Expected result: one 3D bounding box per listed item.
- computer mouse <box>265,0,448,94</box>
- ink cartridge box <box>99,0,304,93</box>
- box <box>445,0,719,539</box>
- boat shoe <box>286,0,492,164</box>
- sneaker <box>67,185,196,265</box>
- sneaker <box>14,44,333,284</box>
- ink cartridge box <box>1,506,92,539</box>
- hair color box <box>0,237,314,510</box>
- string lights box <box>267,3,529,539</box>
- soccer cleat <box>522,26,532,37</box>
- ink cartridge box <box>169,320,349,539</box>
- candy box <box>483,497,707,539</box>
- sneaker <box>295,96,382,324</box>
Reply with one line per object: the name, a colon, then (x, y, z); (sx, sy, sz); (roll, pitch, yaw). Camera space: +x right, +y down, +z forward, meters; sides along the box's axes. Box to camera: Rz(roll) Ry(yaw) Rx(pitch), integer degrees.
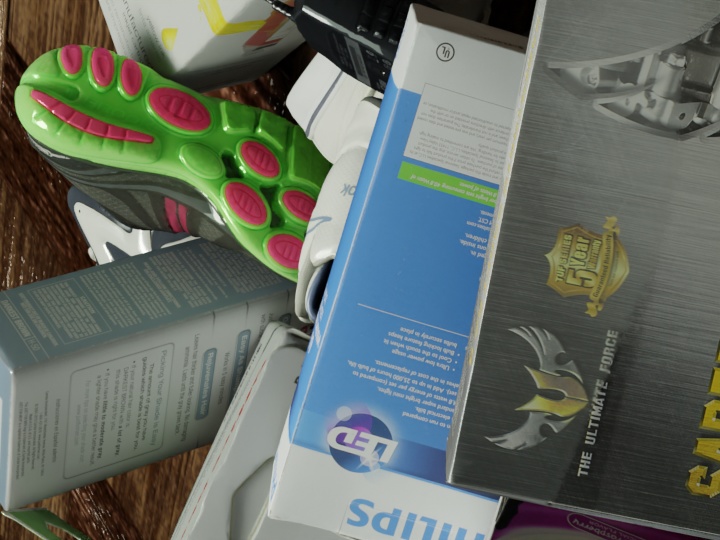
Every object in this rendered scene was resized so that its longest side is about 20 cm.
computer mouse: (-0.032, -0.122, 0.738); (0.199, 0.034, 0.059); (30, 171, 10)
ink cartridge box: (-0.067, -0.186, 0.886); (0.200, 0.083, 0.146); (-28, 80, 59)
box: (0.121, -0.019, 0.547); (0.048, 0.157, 0.201); (-80, 1, -78)
boat shoe: (0.027, -0.097, 0.792); (0.066, 0.072, 0.200); (56, 144, 9)
sneaker: (-0.137, -0.003, 1.097); (0.130, 0.079, 0.199); (65, 148, 17)
sneaker: (-0.085, -0.051, 0.925); (0.199, 0.077, 0.084); (30, 161, -9)
ink cartridge box: (-0.096, 0.191, 0.896); (0.199, 0.048, 0.146); (31, 173, 2)
hair color box: (-0.108, 0.045, 0.950); (0.061, 0.199, 0.099); (48, 141, 37)
string lights box: (0.039, 0.010, 0.692); (0.059, 0.102, 0.201); (-94, 21, -74)
soccer cleat: (0.082, -0.003, 0.764); (0.073, 0.068, 0.201); (11, 108, 19)
ink cartridge box: (-0.034, 0.106, 0.839); (0.200, 0.083, 0.147); (178, 117, -86)
candy box: (0.086, 0.191, 0.681); (0.136, 0.061, 0.201); (20, 120, 7)
sneaker: (0.000, 0.000, 0.819); (0.074, 0.087, 0.200); (28, 159, 14)
